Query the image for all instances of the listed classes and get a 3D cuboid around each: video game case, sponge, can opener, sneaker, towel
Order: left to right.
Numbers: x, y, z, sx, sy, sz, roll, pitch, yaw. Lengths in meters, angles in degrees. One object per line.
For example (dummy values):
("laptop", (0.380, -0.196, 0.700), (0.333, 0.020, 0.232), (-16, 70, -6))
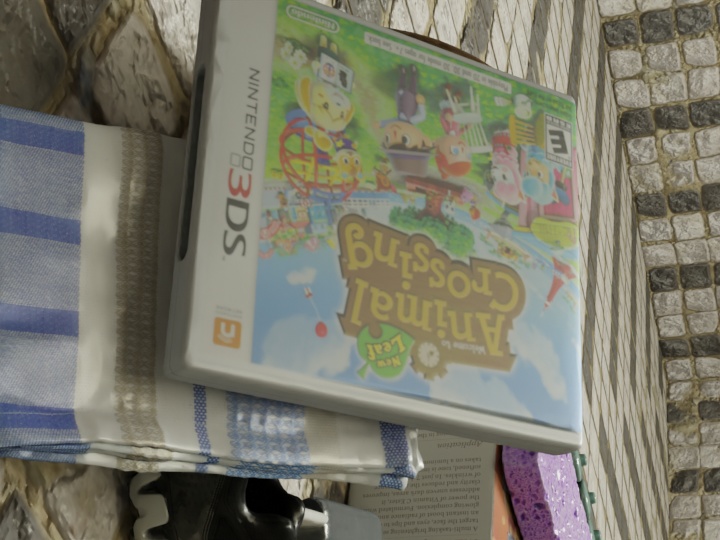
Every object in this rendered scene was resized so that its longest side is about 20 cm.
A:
("sneaker", (-0.068, 0.043, 0.566), (0.066, 0.090, 0.200), (-38, 121, -67))
("towel", (-0.061, 0.013, 0.522), (0.200, 0.024, 0.147), (9, 69, -31))
("can opener", (-0.035, 0.133, 0.702), (0.200, 0.053, 0.067), (46, 40, -63))
("video game case", (0.016, -0.023, 0.557), (0.200, 0.022, 0.182), (15, 66, -29))
("sponge", (0.141, 0.175, 0.928), (0.112, 0.030, 0.200), (-74, 152, -52))

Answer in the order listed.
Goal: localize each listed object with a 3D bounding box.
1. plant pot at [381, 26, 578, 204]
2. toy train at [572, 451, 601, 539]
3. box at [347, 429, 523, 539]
("plant pot", (0.000, 0.000, 0.668), (0.175, 0.200, 0.200), (-65, 147, -36))
("toy train", (0.224, 0.246, 1.442), (0.114, 0.085, 0.200), (-81, 159, -65))
("box", (0.066, 0.174, 0.917), (0.152, 0.106, 0.200), (64, 25, -47))
